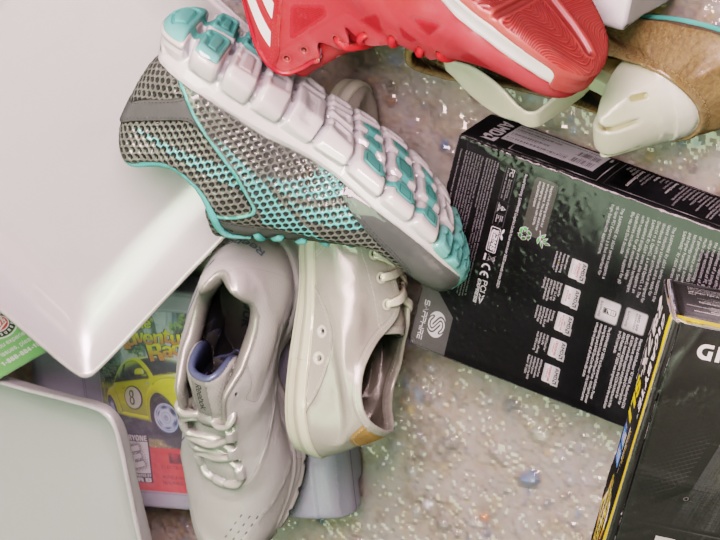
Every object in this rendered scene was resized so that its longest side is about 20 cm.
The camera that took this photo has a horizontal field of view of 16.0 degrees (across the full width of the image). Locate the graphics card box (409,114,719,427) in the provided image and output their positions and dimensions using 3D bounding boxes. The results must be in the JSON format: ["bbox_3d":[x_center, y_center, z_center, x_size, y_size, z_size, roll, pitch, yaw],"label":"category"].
[{"bbox_3d":[0.133,0.012,1.317,0.199,0.051,0.126,20,115,17],"label":"graphics card box"}]

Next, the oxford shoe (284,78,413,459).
[{"bbox_3d":[0.000,0.000,1.348,0.058,0.075,0.201,3,88,23],"label":"oxford shoe"}]

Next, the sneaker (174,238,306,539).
[{"bbox_3d":[-0.074,0.068,1.375,0.074,0.087,0.201,11,112,20],"label":"sneaker"}]

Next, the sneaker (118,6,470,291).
[{"bbox_3d":[-0.036,-0.045,1.287,0.200,0.078,0.091,37,113,-11],"label":"sneaker"}]

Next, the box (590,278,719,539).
[{"bbox_3d":[0.226,0.102,1.264,0.199,0.049,0.160,12,116,-4],"label":"box"}]

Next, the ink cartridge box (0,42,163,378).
[{"bbox_3d":[-0.201,-0.059,1.381,0.145,0.088,0.200,-28,114,22],"label":"ink cartridge box"}]

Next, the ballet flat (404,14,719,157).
[{"bbox_3d":[0.109,-0.097,1.274,0.199,0.072,0.068,19,147,18],"label":"ballet flat"}]

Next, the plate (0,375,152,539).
[{"bbox_3d":[-0.186,0.136,1.484,0.199,0.032,0.201,13,126,36],"label":"plate"}]

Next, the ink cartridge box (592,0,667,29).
[{"bbox_3d":[0.068,-0.219,1.251,0.199,0.085,0.145,18,114,17],"label":"ink cartridge box"}]

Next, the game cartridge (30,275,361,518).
[{"bbox_3d":[-0.098,0.070,1.457,0.199,0.041,0.134,1,104,25],"label":"game cartridge"}]

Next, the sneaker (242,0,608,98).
[{"bbox_3d":[0.023,-0.124,1.228,0.200,0.078,0.116,42,133,19],"label":"sneaker"}]

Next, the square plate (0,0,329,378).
[{"bbox_3d":[-0.145,-0.075,1.303,0.200,0.028,0.198,-45,113,8],"label":"square plate"}]
